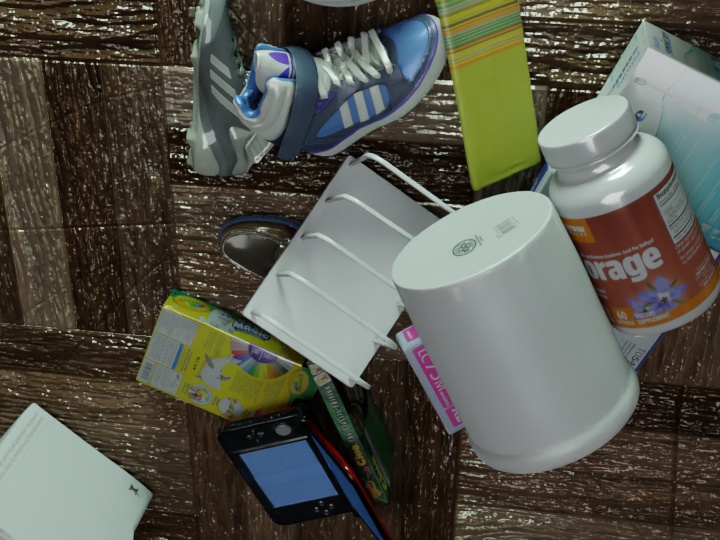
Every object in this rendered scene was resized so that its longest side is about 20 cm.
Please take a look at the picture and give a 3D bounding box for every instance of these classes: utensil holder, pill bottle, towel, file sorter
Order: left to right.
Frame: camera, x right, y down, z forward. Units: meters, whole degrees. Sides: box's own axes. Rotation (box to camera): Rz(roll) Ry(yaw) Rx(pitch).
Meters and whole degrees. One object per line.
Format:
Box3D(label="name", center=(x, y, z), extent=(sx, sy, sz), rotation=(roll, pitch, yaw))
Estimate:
Box3D(label="file sorter", center=(0.000, 0.000, 1.076), extent=(0.139, 0.125, 0.200), rotation=(35, 82, -9))
Box3D(label="towel", center=(0.124, -0.183, 1.043), extent=(0.086, 0.018, 0.201), rotation=(-24, 117, -20))
Box3D(label="utensil holder", center=(0.138, 0.054, 0.982), extent=(0.169, 0.170, 0.200), rotation=(-21, 112, 20))
Box3D(label="pill bottle", center=(0.238, -0.050, 0.971), extent=(0.112, 0.112, 0.200), rotation=(-22, 113, 20))

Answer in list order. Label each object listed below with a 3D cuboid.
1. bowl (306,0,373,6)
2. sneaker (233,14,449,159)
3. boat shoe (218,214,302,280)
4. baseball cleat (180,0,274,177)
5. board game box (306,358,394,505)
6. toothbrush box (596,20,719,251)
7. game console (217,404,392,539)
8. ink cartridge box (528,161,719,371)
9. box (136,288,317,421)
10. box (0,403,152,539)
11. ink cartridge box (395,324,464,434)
Box3D(label="bowl", center=(-0.032, -0.328, 0.978), extent=(0.200, 0.090, 0.202), rotation=(5, 119, 8))
Box3D(label="sneaker", center=(-0.028, -0.187, 1.020), extent=(0.200, 0.081, 0.146), rotation=(-35, 149, 29))
Box3D(label="boat shoe", center=(-0.062, -0.003, 1.165), extent=(0.199, 0.072, 0.072), rotation=(16, 119, 1))
Box3D(label="baseball cleat", center=(-0.125, -0.189, 1.092), extent=(0.106, 0.070, 0.201), rotation=(4, 124, -8))
Box3D(label="board game box", center=(-0.008, 0.156, 1.221), extent=(0.023, 0.105, 0.201), rotation=(-18, 113, 12))
Box3D(label="toothbrush box", center=(0.319, -0.121, 1.027), extent=(0.199, 0.085, 0.147), rotation=(24, 121, -4))
Box3D(label="game console", center=(-0.058, 0.263, 1.250), extent=(0.172, 0.119, 0.200), rotation=(-14, 131, 12))
Box3D(label="ink cartridge box", center=(0.238, 0.008, 1.136), extent=(0.199, 0.043, 0.197), rotation=(25, 119, -7))
Box3D(label="box", center=(-0.148, 0.113, 1.258), extent=(0.199, 0.048, 0.118), rotation=(25, 119, -2))
Box3D(label="box", center=(-0.392, 0.309, 1.317), extent=(0.200, 0.199, 0.131), rotation=(41, 116, -11))
Box3D(label="ink cartridge box", center=(0.150, 0.070, 1.102), extent=(0.200, 0.042, 0.120), rotation=(-30, 115, -1))
